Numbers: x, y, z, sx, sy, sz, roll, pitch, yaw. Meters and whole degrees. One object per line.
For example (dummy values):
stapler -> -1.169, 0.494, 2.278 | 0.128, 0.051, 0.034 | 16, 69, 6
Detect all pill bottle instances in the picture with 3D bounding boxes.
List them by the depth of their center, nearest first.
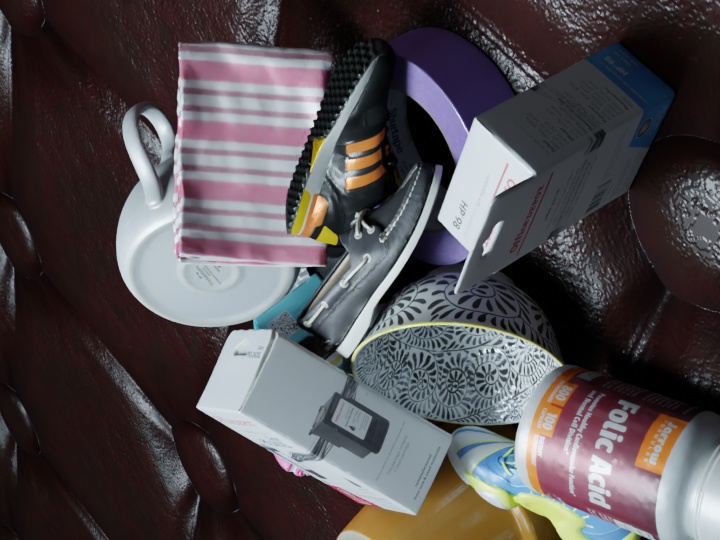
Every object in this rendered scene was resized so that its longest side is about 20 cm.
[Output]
pill bottle -> 0.236, 0.158, 1.215 | 0.198, 0.114, 0.115 | 17, 129, 38

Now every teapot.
teapot -> -0.150, -0.054, 1.460 | 0.201, 0.195, 0.147 | 112, 159, -46

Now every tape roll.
tape roll -> 0.063, -0.109, 1.316 | 0.200, 0.065, 0.202 | 37, 142, 35

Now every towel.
towel -> -0.096, -0.105, 1.346 | 0.030, 0.144, 0.203 | -172, 84, -79

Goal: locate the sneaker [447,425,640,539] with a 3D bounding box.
sneaker -> 0.178, 0.180, 1.359 | 0.198, 0.076, 0.106 | 29, 129, 10

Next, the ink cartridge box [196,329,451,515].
ink cartridge box -> -0.038, 0.139, 1.371 | 0.199, 0.084, 0.145 | 32, 166, -17

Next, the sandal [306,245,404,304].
sandal -> 0.001, 0.001, 1.427 | 0.076, 0.048, 0.200 | 63, 159, -11

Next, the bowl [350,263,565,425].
bowl -> 0.094, 0.056, 1.341 | 0.198, 0.095, 0.202 | 7, 150, 4

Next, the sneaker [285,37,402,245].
sneaker -> 0.004, -0.108, 1.291 | 0.070, 0.089, 0.201 | -98, 29, -54

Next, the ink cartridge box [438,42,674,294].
ink cartridge box -> 0.132, -0.078, 1.108 | 0.067, 0.199, 0.116 | 46, 145, 22

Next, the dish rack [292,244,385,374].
dish rack -> -0.032, 0.028, 1.584 | 0.172, 0.043, 0.201 | 45, 145, 24

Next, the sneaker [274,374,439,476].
sneaker -> 0.004, 0.136, 1.517 | 0.088, 0.198, 0.082 | -78, -31, -76

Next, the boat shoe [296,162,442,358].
boat shoe -> 0.008, -0.015, 1.285 | 0.060, 0.074, 0.201 | 27, 122, -4

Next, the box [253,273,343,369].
box -> -0.061, 0.090, 1.521 | 0.049, 0.082, 0.201 | 45, 159, 21

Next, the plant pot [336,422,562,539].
plant pot -> 0.082, 0.268, 1.471 | 0.199, 0.182, 0.202 | 35, 140, 35
